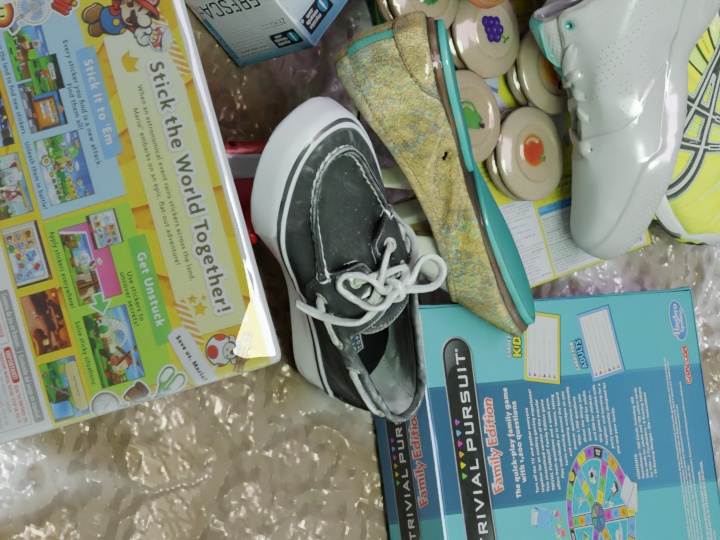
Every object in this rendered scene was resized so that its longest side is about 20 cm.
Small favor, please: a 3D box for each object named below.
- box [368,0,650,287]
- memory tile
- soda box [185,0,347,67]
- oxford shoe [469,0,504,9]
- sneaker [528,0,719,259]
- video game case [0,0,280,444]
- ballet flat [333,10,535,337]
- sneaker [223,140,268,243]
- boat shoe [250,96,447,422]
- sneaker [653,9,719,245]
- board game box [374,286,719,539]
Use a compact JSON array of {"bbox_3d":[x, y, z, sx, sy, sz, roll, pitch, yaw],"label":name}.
[{"bbox_3d":[0.076,-0.093,1.597,0.117,0.048,0.201,-18,96,-39],"label":"box"},{"bbox_3d":[0.070,-0.147,1.550,0.153,0.017,0.201,28,67,-38],"label":"memory tile"},{"bbox_3d":[-0.014,-0.198,1.533,0.068,0.063,0.200,49,56,-23],"label":"soda box"},{"bbox_3d":[0.108,-0.215,1.530,0.071,0.072,0.200,49,56,-29],"label":"oxford shoe"},{"bbox_3d":[0.125,-0.105,1.536,0.088,0.075,0.201,8,109,-18],"label":"sneaker"},{"bbox_3d":[-0.148,-0.029,1.361,0.181,0.023,0.201,-16,96,-8],"label":"video game case"},{"bbox_3d":[0.034,-0.042,1.482,0.071,0.071,0.200,-52,139,-32],"label":"ballet flat"},{"bbox_3d":[-0.095,-0.003,1.440,0.199,0.078,0.116,-3,92,-26],"label":"sneaker"},{"bbox_3d":[-0.002,0.002,1.437,0.074,0.068,0.200,-37,144,-28],"label":"boat shoe"},{"bbox_3d":[0.185,-0.097,1.615,0.075,0.076,0.200,-71,152,-50],"label":"sneaker"},{"bbox_3d":[0.100,0.090,1.580,0.200,0.047,0.152,-3,83,-38],"label":"board game box"}]
